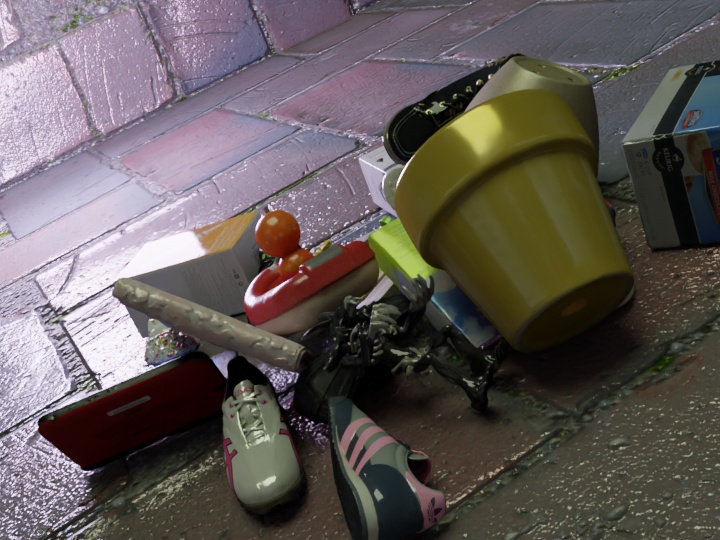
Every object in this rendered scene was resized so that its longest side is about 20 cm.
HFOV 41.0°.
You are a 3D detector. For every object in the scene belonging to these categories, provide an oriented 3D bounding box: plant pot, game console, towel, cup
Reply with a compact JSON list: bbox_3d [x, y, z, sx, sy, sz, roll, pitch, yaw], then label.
[{"bbox_3d":[0.159,-0.035,0.922,0.199,0.201,0.190,-25,65,-6],"label":"plant pot"},{"bbox_3d":[-0.246,0.132,1.098,0.198,0.173,0.120,-23,54,1],"label":"game console"},{"bbox_3d":[-0.145,0.065,1.016,0.197,0.033,0.191,20,-8,5],"label":"towel"},{"bbox_3d":[0.214,-0.179,1.189,0.197,0.145,0.201,13,25,-6],"label":"cup"}]

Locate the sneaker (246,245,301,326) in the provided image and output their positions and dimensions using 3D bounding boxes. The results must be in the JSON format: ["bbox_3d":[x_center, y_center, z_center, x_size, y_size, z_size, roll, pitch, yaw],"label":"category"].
[{"bbox_3d":[-0.116,0.012,1.276,0.070,0.084,0.200,-16,24,17],"label":"sneaker"}]

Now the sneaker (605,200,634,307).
[{"bbox_3d":[0.241,-0.029,1.023,0.074,0.085,0.201,-17,24,14],"label":"sneaker"}]

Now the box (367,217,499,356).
[{"bbox_3d":[0.111,0.003,1.044,0.121,0.048,0.200,-30,52,-15],"label":"box"}]

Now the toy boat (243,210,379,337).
[{"bbox_3d":[-0.073,-0.006,1.079,0.130,0.132,0.200,-31,2,-23],"label":"toy boat"}]

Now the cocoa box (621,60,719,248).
[{"bbox_3d":[0.387,-0.134,1.049,0.130,0.135,0.200,-4,29,36],"label":"cocoa box"}]

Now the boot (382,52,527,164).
[{"bbox_3d":[0.133,-0.223,1.301,0.203,0.074,0.153,-35,7,-40],"label":"boot"}]

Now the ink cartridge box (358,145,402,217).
[{"bbox_3d":[0.102,-0.142,1.405,0.145,0.084,0.200,-27,22,-11],"label":"ink cartridge box"}]

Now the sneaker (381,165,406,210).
[{"bbox_3d":[0.123,-0.089,1.218,0.197,0.077,0.081,15,22,-2],"label":"sneaker"}]

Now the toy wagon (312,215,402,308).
[{"bbox_3d":[0.000,0.000,1.208,0.155,0.040,0.199,-48,28,-13],"label":"toy wagon"}]

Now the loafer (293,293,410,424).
[{"bbox_3d":[0.008,0.095,1.014,0.070,0.069,0.200,28,43,20],"label":"loafer"}]

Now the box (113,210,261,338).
[{"bbox_3d":[-0.230,0.006,1.379,0.197,0.098,0.125,-15,24,20],"label":"box"}]

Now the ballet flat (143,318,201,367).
[{"bbox_3d":[-0.238,0.083,1.184,0.075,0.065,0.200,-23,1,-14],"label":"ballet flat"}]

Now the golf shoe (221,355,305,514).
[{"bbox_3d":[-0.107,0.158,0.939,0.072,0.093,0.200,-24,24,-4],"label":"golf shoe"}]

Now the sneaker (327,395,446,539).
[{"bbox_3d":[0.017,0.171,0.846,0.081,0.071,0.200,-8,24,-9],"label":"sneaker"}]

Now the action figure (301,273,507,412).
[{"bbox_3d":[0.040,0.059,0.927,0.198,0.103,0.119,18,34,17],"label":"action figure"}]
